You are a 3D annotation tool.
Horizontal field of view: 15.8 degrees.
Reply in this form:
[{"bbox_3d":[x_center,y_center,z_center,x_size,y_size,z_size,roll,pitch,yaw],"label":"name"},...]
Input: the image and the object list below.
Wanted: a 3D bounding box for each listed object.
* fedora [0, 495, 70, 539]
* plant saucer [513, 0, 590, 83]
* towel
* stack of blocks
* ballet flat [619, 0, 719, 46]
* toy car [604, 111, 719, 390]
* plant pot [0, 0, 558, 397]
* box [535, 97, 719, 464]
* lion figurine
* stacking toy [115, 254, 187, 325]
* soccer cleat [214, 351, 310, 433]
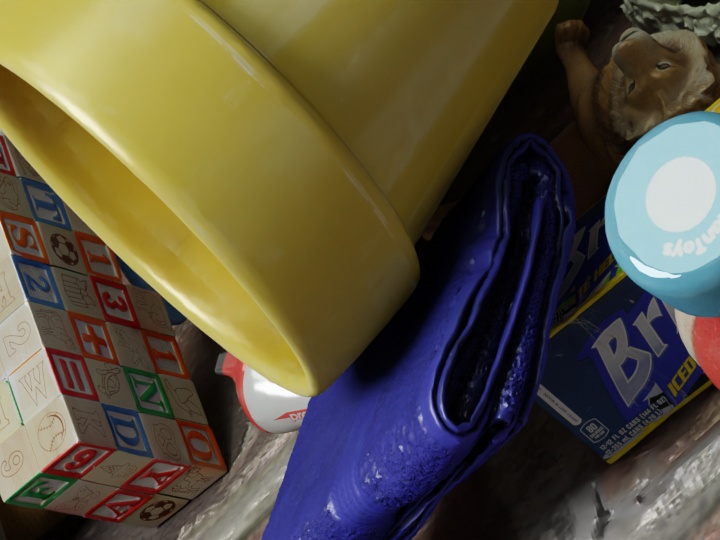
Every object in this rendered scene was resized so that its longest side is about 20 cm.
[{"bbox_3d":[-0.197,0.092,1.422,0.081,0.202,0.201,-13,25,-6],"label":"fedora"},{"bbox_3d":[0.043,-0.192,1.352,0.031,0.201,0.199,-17,-2,-41],"label":"plant saucer"},{"bbox_3d":[0.025,0.051,1.060,0.200,0.049,0.148,-50,16,53],"label":"towel"},{"bbox_3d":[-0.157,0.029,1.357,0.058,0.115,0.201,-38,59,25],"label":"stack of blocks"},{"bbox_3d":[0.166,-0.140,1.194,0.072,0.072,0.200,-53,23,-5],"label":"ballet flat"},{"bbox_3d":[0.213,0.019,0.818,0.177,0.184,0.200,-45,54,11],"label":"toy car"},{"bbox_3d":[-0.028,-0.085,1.037,0.189,0.201,0.201,-47,23,-12],"label":"plant pot"},{"bbox_3d":[0.147,-0.015,1.042,0.200,0.070,0.064,-41,24,21],"label":"box"},{"bbox_3d":[0.095,-0.040,1.193,0.200,0.072,0.123,-55,28,28],"label":"lion figurine"},{"bbox_3d":[-0.050,-0.064,1.446,0.199,0.110,0.116,-27,20,21],"label":"stacking toy"},{"bbox_3d":[0.000,0.000,1.297,0.085,0.069,0.201,-2,45,35],"label":"soccer cleat"}]
